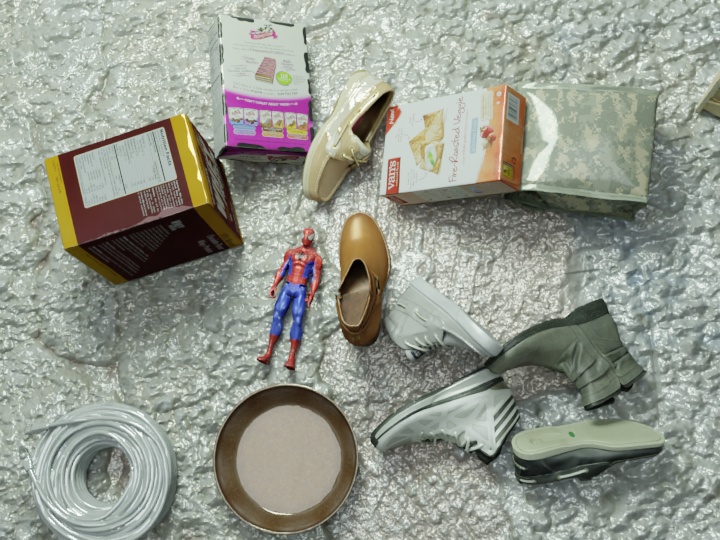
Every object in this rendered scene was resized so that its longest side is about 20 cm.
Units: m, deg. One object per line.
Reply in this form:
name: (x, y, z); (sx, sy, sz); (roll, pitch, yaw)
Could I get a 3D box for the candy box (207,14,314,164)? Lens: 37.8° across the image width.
candy box: (-0.143, -0.258, 1.513); (0.136, 0.061, 0.201); (2, 76, -25)

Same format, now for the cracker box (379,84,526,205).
cracker box: (0.124, -0.169, 1.443); (0.200, 0.058, 0.134); (-5, 74, 39)

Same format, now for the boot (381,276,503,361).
boot: (0.103, 0.088, 1.393); (0.096, 0.074, 0.200); (-51, 34, 1)

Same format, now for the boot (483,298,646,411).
boot: (0.274, 0.127, 1.381); (0.200, 0.068, 0.131); (-21, 74, -17)

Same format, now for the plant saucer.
plant saucer: (-0.100, 0.255, 1.431); (0.200, 0.037, 0.201); (-1, 78, 7)

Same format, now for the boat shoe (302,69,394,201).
boat shoe: (-0.015, -0.183, 1.486); (0.069, 0.074, 0.200); (28, 96, 30)

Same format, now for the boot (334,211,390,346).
boot: (0.000, 0.000, 1.416); (0.073, 0.155, 0.201); (-6, 76, 6)

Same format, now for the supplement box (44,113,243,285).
supplement box: (-0.291, -0.092, 1.450); (0.199, 0.197, 0.133); (-18, 74, 3)

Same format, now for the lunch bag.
lunch bag: (0.292, -0.165, 1.439); (0.199, 0.118, 0.165); (8, 79, 4)

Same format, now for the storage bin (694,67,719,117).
storage bin: (0.557, -0.304, 1.399); (0.094, 0.199, 0.200); (32, 82, 9)

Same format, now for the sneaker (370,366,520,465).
sneaker: (0.119, 0.216, 1.393); (0.200, 0.076, 0.116); (-26, 74, -2)

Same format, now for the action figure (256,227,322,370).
action figure: (-0.094, 0.036, 1.477); (0.065, 0.052, 0.201); (10, 76, 13)

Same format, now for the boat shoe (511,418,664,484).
boat shoe: (0.298, 0.240, 1.382); (0.199, 0.072, 0.068); (-7, 113, -2)

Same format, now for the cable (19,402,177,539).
cable: (-0.350, 0.281, 1.439); (0.199, 0.069, 0.200); (-19, 76, 1)
